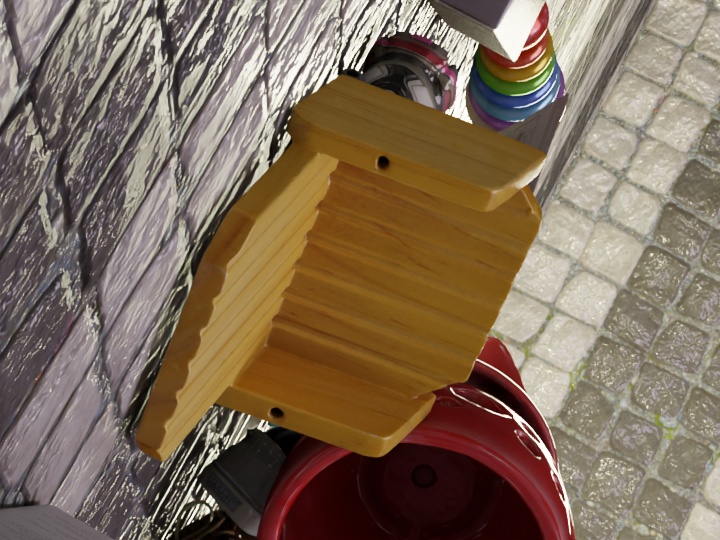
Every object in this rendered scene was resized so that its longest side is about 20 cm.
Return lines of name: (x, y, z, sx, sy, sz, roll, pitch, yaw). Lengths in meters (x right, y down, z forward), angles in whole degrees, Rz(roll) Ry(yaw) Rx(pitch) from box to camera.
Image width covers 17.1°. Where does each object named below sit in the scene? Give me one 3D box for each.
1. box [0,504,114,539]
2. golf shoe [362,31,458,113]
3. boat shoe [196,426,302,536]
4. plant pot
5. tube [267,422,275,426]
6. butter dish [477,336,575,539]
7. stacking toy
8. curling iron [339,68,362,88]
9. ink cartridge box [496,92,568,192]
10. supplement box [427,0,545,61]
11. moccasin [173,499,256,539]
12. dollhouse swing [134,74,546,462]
box: (-0.122, 0.188, 1.076, 0.107, 0.152, 0.200, -62, 173, -1)
golf shoe: (0.005, -0.052, 1.474, 0.200, 0.072, 0.092, 97, 18, -49)
boat shoe: (-0.059, 0.147, 1.695, 0.071, 0.070, 0.201, -42, 170, 1)
plant pot: (0.040, 0.163, 1.567, 0.183, 0.200, 0.201, -69, -175, -73)
tube: (-0.043, 0.088, 1.744, 0.077, 0.051, 0.200, -31, 174, 0)
butter dish: (0.079, 0.174, 1.759, 0.199, 0.201, 0.148, -26, 161, 28)
stacking toy: (0.123, -0.174, 1.910, 0.086, 0.085, 0.200, -61, 167, -16)
curling iron: (-0.028, -0.037, 1.418, 0.026, 0.049, 0.201, -113, -151, -48)
ink cartridge box: (0.086, -0.019, 1.658, 0.200, 0.057, 0.163, -21, -136, 58)
supplement box: (0.097, -0.209, 1.598, 0.109, 0.061, 0.200, -62, 172, 2)
moccasin: (-0.105, 0.203, 1.649, 0.074, 0.078, 0.201, -49, 180, 13)
dollhouse swing: (-0.008, 0.028, 1.333, 0.176, 0.181, 0.200, -79, -169, -58)
